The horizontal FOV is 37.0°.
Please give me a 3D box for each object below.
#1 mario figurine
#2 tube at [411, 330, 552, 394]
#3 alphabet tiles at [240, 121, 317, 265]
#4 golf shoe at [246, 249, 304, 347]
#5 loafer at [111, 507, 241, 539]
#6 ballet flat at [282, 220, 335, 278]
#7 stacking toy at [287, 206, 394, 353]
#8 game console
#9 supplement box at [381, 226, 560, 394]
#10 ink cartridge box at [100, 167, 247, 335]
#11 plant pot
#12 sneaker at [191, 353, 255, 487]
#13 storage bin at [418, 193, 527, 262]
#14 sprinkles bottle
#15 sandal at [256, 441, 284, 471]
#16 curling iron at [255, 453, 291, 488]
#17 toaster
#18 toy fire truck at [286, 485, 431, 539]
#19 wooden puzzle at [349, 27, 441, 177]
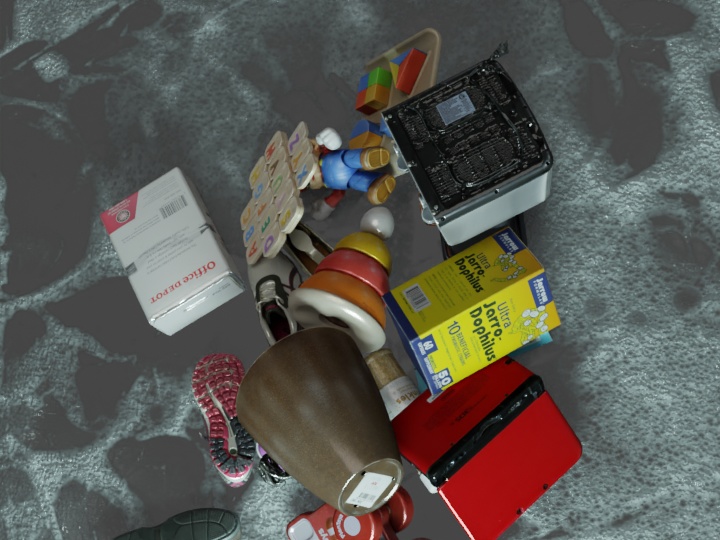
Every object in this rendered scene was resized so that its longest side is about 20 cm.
[{"bbox_3d":[-0.050,-0.136,1.564,0.199,0.105,0.125,8,85,45],"label":"mario figurine"},{"bbox_3d":[0.165,0.106,1.495,0.198,0.050,0.078,-20,68,11],"label":"tube"},{"bbox_3d":[-0.124,-0.113,1.566,0.196,0.014,0.201,-53,33,29],"label":"alphabet tiles"},{"bbox_3d":[-0.119,0.042,1.557,0.076,0.088,0.202,-25,68,6],"label":"golf shoe"},{"bbox_3d":[-0.256,0.385,1.505,0.197,0.063,0.072,-14,39,4],"label":"loafer"},{"bbox_3d":[-0.053,-0.003,1.568,0.200,0.062,0.068,41,84,20],"label":"ballet flat"},{"bbox_3d":[0.000,0.000,1.495,0.145,0.147,0.202,18,65,17],"label":"stacking toy"},{"bbox_3d":[0.160,0.224,1.415,0.199,0.119,0.172,-38,42,-18],"label":"game console"},{"bbox_3d":[0.147,0.052,1.430,0.198,0.109,0.110,-29,39,-3],"label":"supplement box"},{"bbox_3d":[-0.280,-0.027,1.616,0.145,0.085,0.201,-30,67,2],"label":"ink cartridge box"},{"bbox_3d":[-0.034,0.207,1.367,0.186,0.187,0.200,-39,49,-1],"label":"plant pot"},{"bbox_3d":[-0.196,0.210,1.533,0.079,0.075,0.202,-5,57,-9],"label":"sneaker"},{"bbox_3d":[0.150,-0.116,1.519,0.144,0.134,0.203,-9,70,9],"label":"storage bin"},{"bbox_3d":[0.067,0.203,1.473,0.068,0.068,0.201,-36,69,0],"label":"sprinkles bottle"},{"bbox_3d":[-0.053,0.251,1.495,0.200,0.050,0.083,12,76,16],"label":"sandal"},{"bbox_3d":[-0.124,0.211,1.503,0.049,0.026,0.202,12,46,-22],"label":"curling iron"},{"bbox_3d":[0.147,-0.158,1.397,0.198,0.119,0.182,-27,70,1],"label":"toaster"},{"bbox_3d":[0.005,0.386,1.418,0.168,0.112,0.201,-39,74,27],"label":"toy fire truck"},{"bbox_3d":[0.041,-0.236,1.570,0.184,0.046,0.203,-16,65,55],"label":"wooden puzzle"}]
